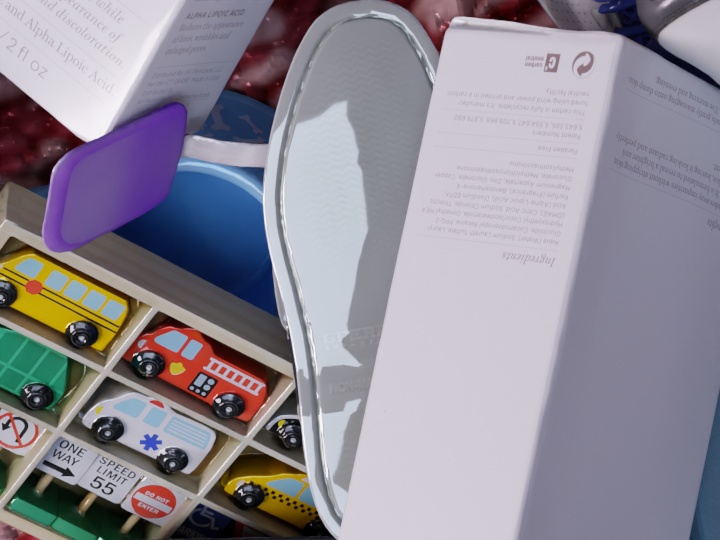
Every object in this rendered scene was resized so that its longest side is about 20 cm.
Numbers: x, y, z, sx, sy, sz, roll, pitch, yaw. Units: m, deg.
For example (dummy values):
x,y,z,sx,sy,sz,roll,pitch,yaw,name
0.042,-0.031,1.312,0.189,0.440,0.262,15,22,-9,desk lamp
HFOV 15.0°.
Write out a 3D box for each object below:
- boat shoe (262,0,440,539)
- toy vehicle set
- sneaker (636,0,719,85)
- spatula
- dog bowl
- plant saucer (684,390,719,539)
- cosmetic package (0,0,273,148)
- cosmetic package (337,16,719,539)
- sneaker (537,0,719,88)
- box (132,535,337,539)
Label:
x,y,z,sx,sy,sz,roll,pitch,yaw,name
0.000,0.000,0.998,0.075,0.060,0.201,2,100,-4,boat shoe
-0.082,0.059,1.054,0.199,0.027,0.124,27,119,-22,toy vehicle set
0.176,-0.063,0.948,0.199,0.080,0.074,18,148,-36,sneaker
-0.029,-0.046,1.009,0.199,0.021,0.057,-13,142,-27,spatula
-0.104,0.008,1.074,0.199,0.050,0.112,-24,111,13,dog bowl
0.141,0.047,0.990,0.070,0.019,0.201,-15,71,16,plant saucer
-0.064,-0.153,0.970,0.102,0.074,0.201,38,114,18,cosmetic package
0.069,0.025,0.955,0.081,0.113,0.201,9,82,40,cosmetic package
0.081,-0.130,0.966,0.080,0.115,0.200,-23,115,13,sneaker
-0.012,0.207,1.078,0.199,0.124,0.199,-2,140,4,box
